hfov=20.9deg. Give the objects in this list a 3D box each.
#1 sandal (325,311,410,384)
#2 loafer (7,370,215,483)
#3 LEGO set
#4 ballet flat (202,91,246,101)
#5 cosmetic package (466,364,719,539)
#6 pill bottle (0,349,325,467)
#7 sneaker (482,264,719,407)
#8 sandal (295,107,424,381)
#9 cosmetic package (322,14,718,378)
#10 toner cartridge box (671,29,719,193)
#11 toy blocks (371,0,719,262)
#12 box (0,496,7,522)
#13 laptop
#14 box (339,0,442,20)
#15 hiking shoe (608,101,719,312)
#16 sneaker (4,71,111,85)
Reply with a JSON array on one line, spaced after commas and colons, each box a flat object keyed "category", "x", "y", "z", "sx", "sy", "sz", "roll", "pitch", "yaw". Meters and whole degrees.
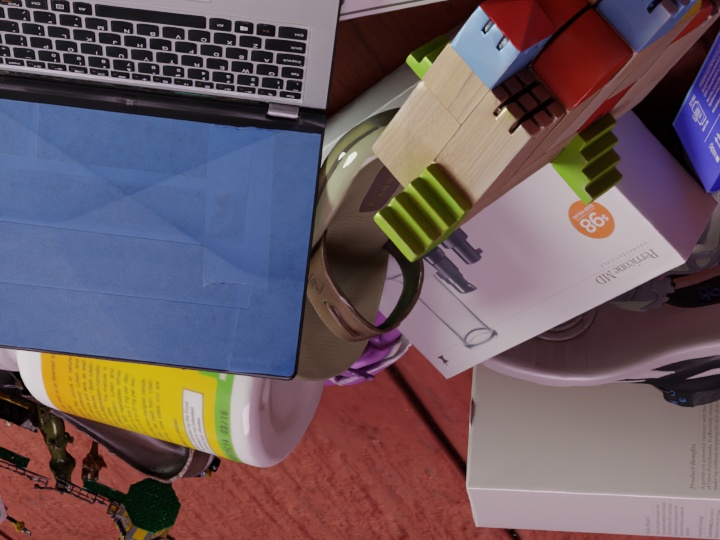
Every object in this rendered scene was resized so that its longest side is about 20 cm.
[{"category": "sandal", "x": -0.001, "y": 0.041, "z": 1.223, "sx": 0.082, "sy": 0.050, "sz": 0.203, "roll": 16, "pitch": 151, "yaw": -19}, {"category": "loafer", "x": -0.180, "y": 0.070, "z": 1.220, "sx": 0.200, "sy": 0.071, "sz": 0.073, "roll": 38, "pitch": 124, "yaw": -3}, {"category": "LEGO set", "x": -0.196, "y": 0.113, "z": 1.320, "sx": 0.199, "sy": 0.155, "sz": 0.116, "roll": 15, "pitch": 153, "yaw": -10}, {"category": "ballet flat", "x": -0.082, "y": -0.090, "z": 1.005, "sx": 0.062, "sy": 0.068, "sz": 0.200, "roll": -12, "pitch": 168, "yaw": -30}, {"category": "cosmetic package", "x": 0.172, "y": 0.112, "z": 1.282, "sx": 0.198, "sy": 0.108, "sz": 0.085, "roll": 2, "pitch": 154, "yaw": 11}, {"category": "pill bottle", "x": -0.126, "y": 0.035, "z": 1.111, "sx": 0.199, "sy": 0.112, "sz": 0.111, "roll": 14, "pitch": 157, "yaw": 19}, {"category": "sneaker", "x": 0.163, "y": 0.051, "z": 1.185, "sx": 0.198, "sy": 0.074, "sz": 0.112, "roll": -4, "pitch": 153, "yaw": 3}, {"category": "sandal", "x": -0.001, "y": 0.000, "z": 0.974, "sx": 0.079, "sy": 0.057, "sz": 0.201, "roll": -20, "pitch": 153, "yaw": -29}, {"category": "cosmetic package", "x": 0.061, "y": -0.038, "z": 1.004, "sx": 0.151, "sy": 0.052, "sz": 0.200, "roll": 43, "pitch": 142, "yaw": -13}, {"category": "toner cartridge box", "x": 0.211, "y": -0.110, "z": 0.863, "sx": 0.094, "sy": 0.043, "sz": 0.200, "roll": -18, "pitch": 158, "yaw": -16}, {"category": "toy blocks", "x": 0.095, "y": -0.100, "z": 0.817, "sx": 0.100, "sy": 0.200, "sz": 0.137, "roll": 49, "pitch": 141, "yaw": 8}, {"category": "box", "x": -0.326, "y": 0.076, "z": 1.175, "sx": 0.176, "sy": 0.097, "sz": 0.201, "roll": 19, "pitch": 136, "yaw": 34}, {"category": "laptop", "x": -0.109, "y": -0.052, "z": 0.870, "sx": 0.186, "sy": 0.117, "sz": 0.200, "roll": 6, "pitch": 154, "yaw": -2}, {"category": "box", "x": -0.051, "y": -0.157, "z": 0.845, "sx": 0.199, "sy": 0.061, "sz": 0.117, "roll": -6, "pitch": 151, "yaw": 24}, {"category": "hiking shoe", "x": 0.135, "y": -0.032, "z": 1.038, "sx": 0.100, "sy": 0.076, "sz": 0.200, "roll": 7, "pitch": 155, "yaw": -8}, {"category": "sneaker", "x": -0.198, "y": -0.093, "z": 1.015, "sx": 0.199, "sy": 0.075, "sz": 0.087, "roll": 2, "pitch": 166, "yaw": 23}]
